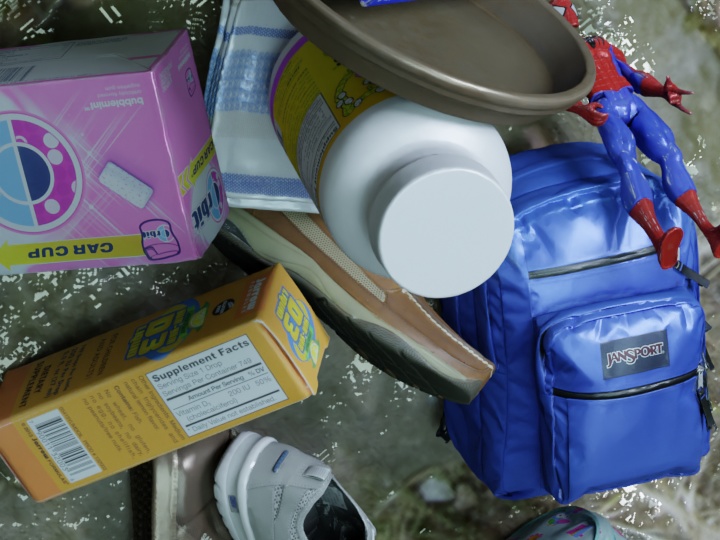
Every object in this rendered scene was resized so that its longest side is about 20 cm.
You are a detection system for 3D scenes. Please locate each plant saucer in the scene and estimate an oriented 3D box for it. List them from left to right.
[{"bbox_3d":[0.031,-0.136,1.396,0.199,0.200,0.030,16,118,-23],"label":"plant saucer"}]

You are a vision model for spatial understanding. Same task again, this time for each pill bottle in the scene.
[{"bbox_3d":[0.020,-0.062,1.411,0.104,0.200,0.105,-7,118,-13],"label":"pill bottle"}]

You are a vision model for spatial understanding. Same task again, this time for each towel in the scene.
[{"bbox_3d":[-0.014,-0.125,1.503,0.146,0.024,0.201,6,110,-19],"label":"towel"}]

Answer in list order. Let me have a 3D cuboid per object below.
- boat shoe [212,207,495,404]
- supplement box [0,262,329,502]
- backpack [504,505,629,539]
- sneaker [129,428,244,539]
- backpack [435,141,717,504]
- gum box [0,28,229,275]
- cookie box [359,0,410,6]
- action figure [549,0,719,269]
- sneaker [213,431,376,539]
[{"bbox_3d":[0.000,0.000,1.568,0.200,0.076,0.074,36,77,6],"label":"boat shoe"},{"bbox_3d":[-0.120,0.067,1.551,0.199,0.067,0.069,-20,118,20],"label":"supplement box"},{"bbox_3d":[0.105,0.248,1.692,0.200,0.167,0.127,-34,113,-10],"label":"backpack"},{"bbox_3d":[-0.104,0.191,1.647,0.075,0.070,0.201,-5,113,-22],"label":"sneaker"},{"bbox_3d":[0.141,0.028,1.611,0.162,0.168,0.201,-13,110,-20],"label":"backpack"},{"bbox_3d":[-0.186,-0.063,1.480,0.199,0.066,0.114,-4,115,18],"label":"gum box"},{"bbox_3d":[0.044,-0.238,1.400,0.075,0.200,0.172,-30,82,34],"label":"cookie box"},{"bbox_3d":[0.157,-0.091,1.560,0.065,0.200,0.052,-15,141,-20],"label":"action figure"},{"bbox_3d":[-0.023,0.185,1.638,0.075,0.082,0.200,-59,140,-29],"label":"sneaker"}]
